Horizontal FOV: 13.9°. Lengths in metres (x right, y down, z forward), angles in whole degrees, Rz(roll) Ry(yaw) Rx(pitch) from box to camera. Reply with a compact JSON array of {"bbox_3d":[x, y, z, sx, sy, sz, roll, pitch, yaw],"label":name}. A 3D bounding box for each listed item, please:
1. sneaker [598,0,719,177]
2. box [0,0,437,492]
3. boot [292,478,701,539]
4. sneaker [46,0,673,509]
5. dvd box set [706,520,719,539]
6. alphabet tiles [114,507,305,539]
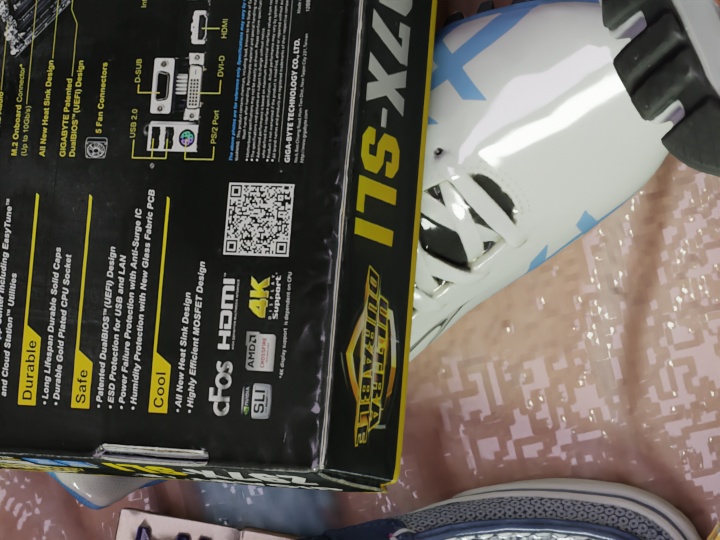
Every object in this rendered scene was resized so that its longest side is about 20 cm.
[{"bbox_3d":[0.086,-0.111,0.707,0.078,0.090,0.201,-35,65,45],"label":"sneaker"},{"bbox_3d":[-0.063,-0.052,0.714,0.159,0.049,0.202,1,83,25],"label":"box"},{"bbox_3d":[-0.008,0.103,0.736,0.199,0.090,0.073,-17,88,5],"label":"boot"},{"bbox_3d":[0.000,0.000,0.739,0.199,0.073,0.072,-32,121,23],"label":"sneaker"},{"bbox_3d":[0.186,0.112,0.649,0.200,0.146,0.029,55,151,22],"label":"dvd box set"},{"bbox_3d":[-0.032,0.170,0.787,0.165,0.006,0.202,10,90,5],"label":"alphabet tiles"}]
